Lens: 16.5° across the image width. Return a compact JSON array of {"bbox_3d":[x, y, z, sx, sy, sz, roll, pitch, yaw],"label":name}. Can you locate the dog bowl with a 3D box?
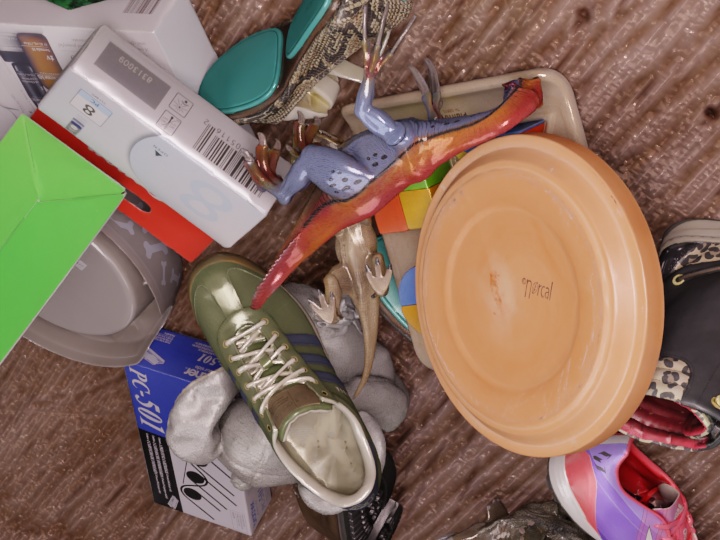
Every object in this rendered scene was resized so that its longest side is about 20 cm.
[{"bbox_3d":[-0.225,-0.014,1.893,0.200,0.059,0.200,20,145,15],"label":"dog bowl"}]

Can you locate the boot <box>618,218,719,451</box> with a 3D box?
[{"bbox_3d":[0.256,0.046,1.514,0.203,0.154,0.074,7,140,30],"label":"boot"}]

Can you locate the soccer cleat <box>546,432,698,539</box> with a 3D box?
[{"bbox_3d":[0.218,0.194,1.813,0.073,0.068,0.200,-20,121,40],"label":"soccer cleat"}]

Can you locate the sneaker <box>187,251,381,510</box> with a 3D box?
[{"bbox_3d":[-0.046,0.077,1.663,0.200,0.067,0.090,57,-179,-10],"label":"sneaker"}]

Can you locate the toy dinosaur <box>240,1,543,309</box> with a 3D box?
[{"bbox_3d":[0.028,-0.070,1.542,0.181,0.105,0.200,7,102,34],"label":"toy dinosaur"}]

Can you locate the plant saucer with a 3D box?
[{"bbox_3d":[0.102,0.016,1.521,0.200,0.032,0.201,10,103,47],"label":"plant saucer"}]

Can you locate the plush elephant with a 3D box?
[{"bbox_3d":[-0.054,0.098,1.782,0.165,0.155,0.200,30,163,0],"label":"plush elephant"}]

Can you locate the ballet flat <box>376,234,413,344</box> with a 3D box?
[{"bbox_3d":[0.082,0.047,1.727,0.200,0.068,0.068,33,164,7],"label":"ballet flat"}]

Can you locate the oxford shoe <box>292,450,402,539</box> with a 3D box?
[{"bbox_3d":[-0.019,0.174,1.936,0.084,0.073,0.200,29,160,12],"label":"oxford shoe"}]

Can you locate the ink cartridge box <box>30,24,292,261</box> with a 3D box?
[{"bbox_3d":[-0.152,-0.068,1.683,0.160,0.047,0.200,36,150,-9],"label":"ink cartridge box"}]

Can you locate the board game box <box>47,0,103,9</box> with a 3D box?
[{"bbox_3d":[-0.185,-0.201,1.552,0.105,0.023,0.200,18,170,-27],"label":"board game box"}]

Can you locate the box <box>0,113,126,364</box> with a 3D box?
[{"bbox_3d":[-0.271,0.017,1.719,0.097,0.200,0.176,38,156,-8],"label":"box"}]

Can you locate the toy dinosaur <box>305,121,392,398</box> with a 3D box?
[{"bbox_3d":[0.000,0.000,1.650,0.058,0.101,0.200,-7,104,10],"label":"toy dinosaur"}]

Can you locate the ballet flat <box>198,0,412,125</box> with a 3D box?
[{"bbox_3d":[-0.030,-0.135,1.595,0.075,0.068,0.200,20,150,-24],"label":"ballet flat"}]

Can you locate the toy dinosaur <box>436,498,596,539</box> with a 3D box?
[{"bbox_3d":[0.163,0.218,1.893,0.200,0.077,0.102,24,157,3],"label":"toy dinosaur"}]

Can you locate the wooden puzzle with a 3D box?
[{"bbox_3d":[0.078,-0.024,1.607,0.185,0.046,0.200,-7,108,42],"label":"wooden puzzle"}]

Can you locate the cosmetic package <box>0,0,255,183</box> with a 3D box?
[{"bbox_3d":[-0.185,-0.130,1.725,0.200,0.052,0.151,6,141,32],"label":"cosmetic package"}]

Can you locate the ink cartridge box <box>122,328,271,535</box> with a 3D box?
[{"bbox_3d":[-0.131,0.131,2.016,0.094,0.044,0.200,16,143,18],"label":"ink cartridge box"}]
